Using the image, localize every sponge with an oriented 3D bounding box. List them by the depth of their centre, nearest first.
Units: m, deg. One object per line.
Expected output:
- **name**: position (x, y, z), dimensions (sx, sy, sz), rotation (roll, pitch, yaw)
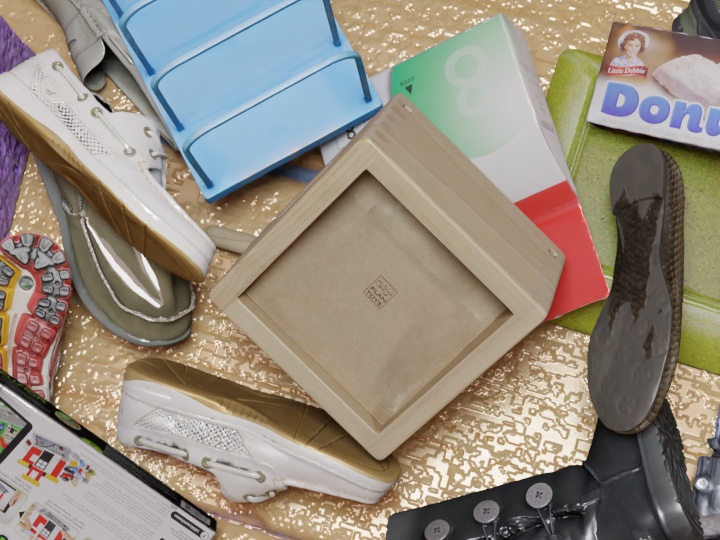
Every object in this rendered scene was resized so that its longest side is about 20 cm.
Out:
- **sponge**: position (-0.269, -0.073, 1.106), dimensions (0.030, 0.112, 0.201), rotation (8, 77, 8)

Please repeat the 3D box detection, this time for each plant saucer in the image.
- **plant saucer**: position (0.207, -0.048, 1.091), dimensions (0.199, 0.048, 0.201), rotation (17, 78, 9)

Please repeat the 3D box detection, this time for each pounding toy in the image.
- **pounding toy**: position (0.000, 0.000, 1.039), dimensions (0.184, 0.142, 0.200), rotation (44, 116, -5)

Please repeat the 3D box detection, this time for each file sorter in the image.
- **file sorter**: position (-0.094, -0.177, 1.046), dimensions (0.138, 0.123, 0.201), rotation (-28, 77, -2)

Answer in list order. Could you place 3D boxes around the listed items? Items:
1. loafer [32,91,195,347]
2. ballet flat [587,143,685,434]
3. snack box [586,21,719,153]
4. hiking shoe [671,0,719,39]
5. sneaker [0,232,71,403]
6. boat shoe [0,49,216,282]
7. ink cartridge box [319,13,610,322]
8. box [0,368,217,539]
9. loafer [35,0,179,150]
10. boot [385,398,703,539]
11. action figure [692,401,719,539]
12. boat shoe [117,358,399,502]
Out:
- **loafer**: position (-0.172, -0.039, 1.098), dimensions (0.075, 0.070, 0.201), rotation (-18, 71, -36)
- **ballet flat**: position (0.185, 0.013, 1.016), dimensions (0.067, 0.046, 0.201), rotation (-15, 57, 39)
- **snack box**: position (0.252, -0.110, 1.030), dimensions (0.199, 0.024, 0.072), rotation (15, 91, 27)
- **hiking shoe**: position (0.299, -0.149, 1.054), dimensions (0.200, 0.075, 0.101), rotation (43, 127, 30)
- **sneaker**: position (-0.241, 0.072, 1.093), dimensions (0.077, 0.082, 0.201), rotation (18, 93, -8)
- **boat shoe**: position (-0.159, -0.077, 1.044), dimensions (0.200, 0.071, 0.069), rotation (43, 70, 11)
- **ink cartridge box**: position (0.064, -0.051, 1.075), dimensions (0.160, 0.050, 0.201), rotation (-23, 72, 25)
- **box**: position (-0.207, 0.157, 1.042), dimensions (0.200, 0.035, 0.110), rotation (36, 92, -6)
- **loafer**: position (-0.183, -0.165, 1.143), dimensions (0.200, 0.070, 0.070), rotation (38, 71, 12)
- **boot**: position (0.113, 0.146, 1.039), dimensions (0.199, 0.066, 0.165), rotation (-26, 31, 18)
- **action figure**: position (0.240, 0.171, 0.996), dimensions (0.192, 0.105, 0.201), rotation (-5, 69, 30)
- **boat shoe**: position (-0.071, 0.122, 1.060), dimensions (0.199, 0.071, 0.070), rotation (19, 103, 15)
